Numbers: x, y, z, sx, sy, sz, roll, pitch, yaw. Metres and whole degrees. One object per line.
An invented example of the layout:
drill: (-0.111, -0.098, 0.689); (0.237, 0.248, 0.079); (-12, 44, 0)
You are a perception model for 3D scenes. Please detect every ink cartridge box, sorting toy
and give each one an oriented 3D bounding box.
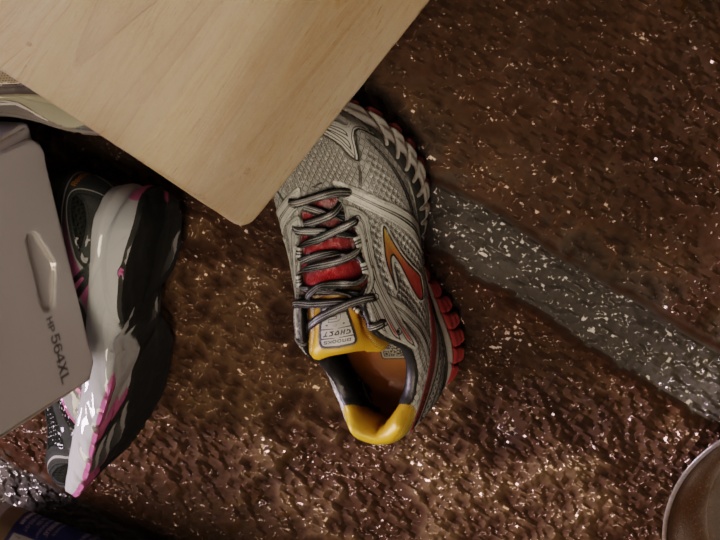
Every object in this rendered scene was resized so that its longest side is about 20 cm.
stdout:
ink cartridge box: (-0.252, 0.000, 1.394); (0.199, 0.084, 0.147); (4, 116, 38)
sorting toy: (-0.075, -0.158, 1.233); (0.198, 0.070, 0.200); (33, 116, -15)

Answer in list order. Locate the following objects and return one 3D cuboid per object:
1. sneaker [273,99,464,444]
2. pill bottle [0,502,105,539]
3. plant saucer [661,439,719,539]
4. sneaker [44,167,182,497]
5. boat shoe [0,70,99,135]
sneaker: (0.000, 0.000, 1.342); (0.077, 0.082, 0.201); (-8, 121, 26)
pill bottle: (-0.143, 0.221, 1.540); (0.199, 0.116, 0.116); (20, 130, 6)
plant saucer: (0.258, 0.145, 1.382); (0.199, 0.032, 0.201); (11, 129, 14)
sneaker: (-0.153, 0.025, 1.437); (0.086, 0.080, 0.201); (24, 123, 18)
boat shoe: (-0.186, -0.118, 1.342); (0.199, 0.075, 0.074); (4, 115, 9)
